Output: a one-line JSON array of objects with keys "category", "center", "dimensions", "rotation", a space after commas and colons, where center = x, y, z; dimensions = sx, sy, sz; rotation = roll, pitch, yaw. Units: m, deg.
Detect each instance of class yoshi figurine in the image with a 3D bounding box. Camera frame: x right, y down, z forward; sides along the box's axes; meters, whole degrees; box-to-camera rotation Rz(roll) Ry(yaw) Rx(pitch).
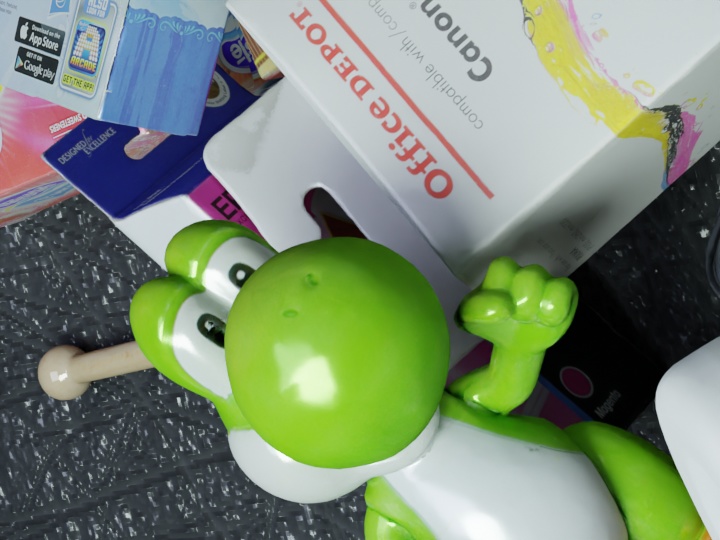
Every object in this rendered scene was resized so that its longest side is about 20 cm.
[{"category": "yoshi figurine", "center": [0.029, 0.055, 0.787], "dimensions": [0.200, 0.113, 0.112], "rotation": [34, 128, -13]}]

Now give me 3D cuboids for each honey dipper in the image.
[{"category": "honey dipper", "center": [-0.063, 0.029, 1.087], "dimensions": [0.200, 0.038, 0.038], "rotation": [-16, 91, 50]}]

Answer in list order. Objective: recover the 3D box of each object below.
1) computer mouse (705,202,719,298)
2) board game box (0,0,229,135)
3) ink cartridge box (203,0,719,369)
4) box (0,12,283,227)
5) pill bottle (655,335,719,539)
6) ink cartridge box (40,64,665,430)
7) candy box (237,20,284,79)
[{"category": "computer mouse", "center": [0.139, -0.079, 0.759], "dimensions": [0.058, 0.201, 0.034], "rotation": [20, 164, 3]}, {"category": "board game box", "center": [-0.098, -0.161, 0.925], "dimensions": [0.200, 0.043, 0.200], "rotation": [22, 101, 49]}, {"category": "ink cartridge box", "center": [0.046, -0.070, 0.841], "dimensions": [0.200, 0.067, 0.117], "rotation": [-43, 68, 5]}, {"category": "box", "center": [-0.118, -0.079, 1.060], "dimensions": [0.200, 0.094, 0.103], "rotation": [-17, 90, 47]}, {"category": "pill bottle", "center": [0.183, 0.026, 0.709], "dimensions": [0.113, 0.199, 0.112], "rotation": [60, 178, 4]}, {"category": "ink cartridge box", "center": [0.000, 0.000, 0.924], "dimensions": [0.200, 0.095, 0.037], "rotation": [40, 131, 5]}, {"category": "candy box", "center": [-0.019, -0.179, 0.955], "dimensions": [0.115, 0.055, 0.201], "rotation": [-27, 84, 47]}]
